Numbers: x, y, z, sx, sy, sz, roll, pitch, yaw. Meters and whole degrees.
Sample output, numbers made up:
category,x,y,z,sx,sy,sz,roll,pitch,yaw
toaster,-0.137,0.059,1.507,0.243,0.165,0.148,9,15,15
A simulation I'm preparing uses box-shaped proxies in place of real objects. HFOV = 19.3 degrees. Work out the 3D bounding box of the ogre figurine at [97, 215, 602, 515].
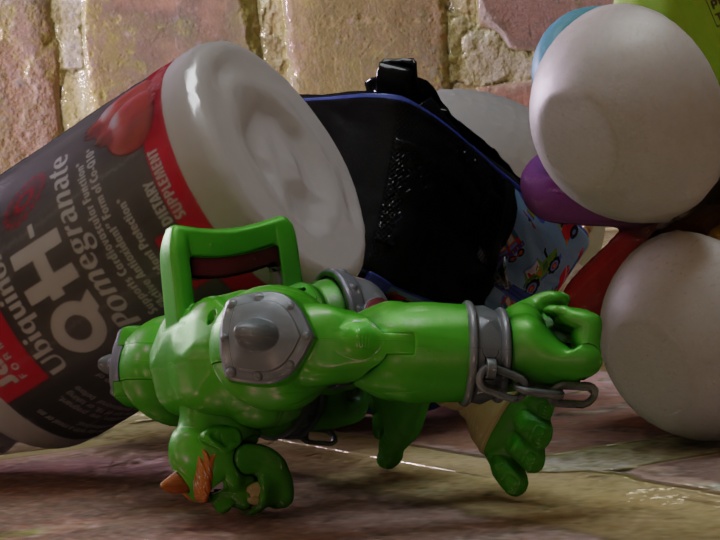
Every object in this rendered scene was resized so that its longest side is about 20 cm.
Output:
category,x,y,z,sx,sy,sz,roll,pitch,yaw
ogre figurine,-0.015,0.033,0.731,0.120,0.098,0.200,7,9,-24

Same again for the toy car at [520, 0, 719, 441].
category,x,y,z,sx,sy,sz,roll,pitch,yaw
toy car,0.134,-0.033,0.853,0.175,0.200,0.150,-25,11,-37

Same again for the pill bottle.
category,x,y,z,sx,sy,sz,roll,pitch,yaw
pill bottle,-0.106,0.003,0.845,0.200,0.111,0.111,-31,-8,23

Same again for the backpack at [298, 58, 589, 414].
category,x,y,z,sx,sy,sz,roll,pitch,yaw
backpack,0.000,0.000,0.974,0.182,0.135,0.200,-1,-19,38

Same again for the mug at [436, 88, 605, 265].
category,x,y,z,sx,sy,sz,roll,pitch,yaw
mug,0.040,-0.034,1.349,0.200,0.148,0.175,-20,-13,18

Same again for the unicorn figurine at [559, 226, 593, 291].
category,x,y,z,sx,sy,sz,roll,pitch,yaw
unicorn figurine,0.052,0.024,1.198,0.200,0.074,0.137,-20,3,3
